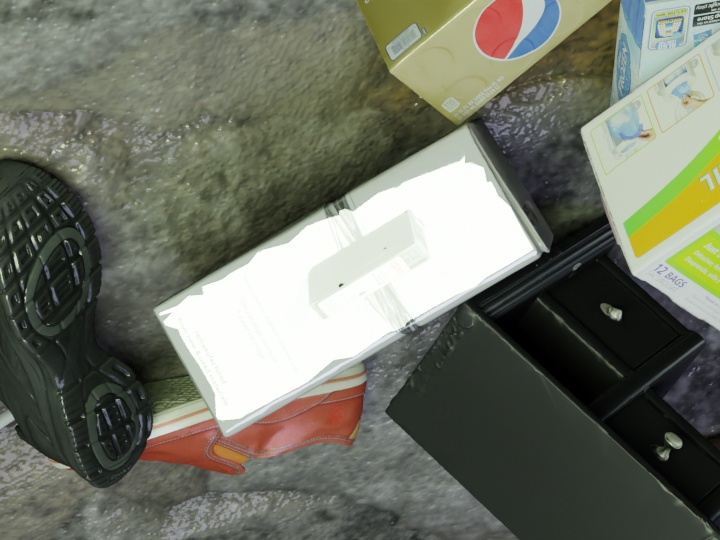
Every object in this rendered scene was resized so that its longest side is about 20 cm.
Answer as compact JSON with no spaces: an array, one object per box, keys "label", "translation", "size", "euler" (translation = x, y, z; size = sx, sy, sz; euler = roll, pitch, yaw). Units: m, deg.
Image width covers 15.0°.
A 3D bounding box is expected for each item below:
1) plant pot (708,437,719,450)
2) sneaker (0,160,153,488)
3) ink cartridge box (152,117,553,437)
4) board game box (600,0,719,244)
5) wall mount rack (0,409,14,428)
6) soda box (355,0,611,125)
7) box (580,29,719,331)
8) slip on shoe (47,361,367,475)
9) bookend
[{"label":"plant pot","translation":[0.255,0.240,1.860],"size":[0.199,0.175,0.201],"euler":[-13,137,-13]},{"label":"sneaker","translation":[-0.184,0.030,1.501],"size":[0.076,0.090,0.201],"euler":[-38,127,-39]},{"label":"ink cartridge box","translation":[0.000,0.000,1.500],"size":[0.199,0.084,0.144],"euler":[-29,-178,7]},{"label":"board game box","translation":[0.236,-0.107,1.485],"size":[0.199,0.044,0.200],"euler":[-10,142,-8]},{"label":"wall mount rack","translation":[-0.275,0.130,1.574],"size":[0.173,0.075,0.201],"euler":[6,131,-25]},{"label":"soda box","translation":[0.098,-0.171,1.433],"size":[0.200,0.064,0.068],"euler":[-38,137,17]},{"label":"box","translation":[0.232,-0.070,1.409],"size":[0.200,0.102,0.112],"euler":[-35,140,23]},{"label":"slip on shoe","translation":[-0.088,0.094,1.612],"size":[0.199,0.074,0.062],"euler":[-11,104,-20]},{"label":"bookend","translation":[0.152,0.087,1.570],"size":[0.198,0.200,0.092],"euler":[-27,157,-55]}]
